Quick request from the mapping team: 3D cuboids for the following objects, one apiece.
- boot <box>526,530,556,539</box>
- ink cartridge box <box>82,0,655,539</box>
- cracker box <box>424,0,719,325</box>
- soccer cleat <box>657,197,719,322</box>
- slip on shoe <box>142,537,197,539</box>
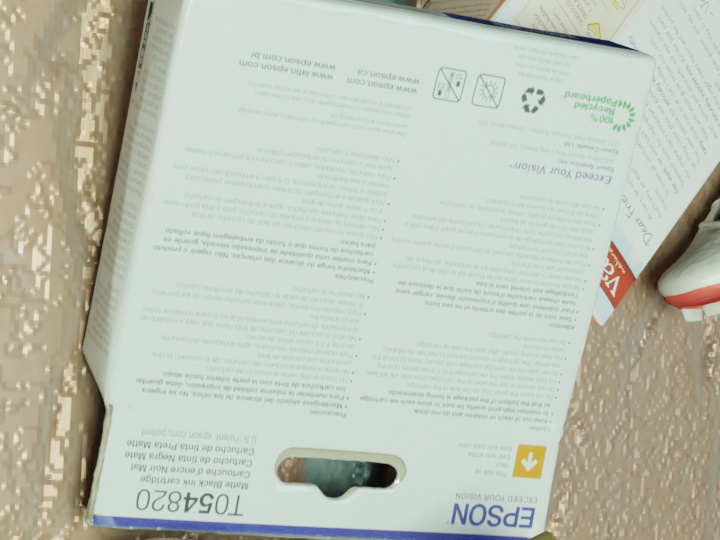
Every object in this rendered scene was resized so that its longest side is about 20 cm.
[{"bbox_3d":[0.002,0.195,0.742,0.199,0.066,0.176,-24,119,-4],"label":"boot"},{"bbox_3d":[0.000,0.000,0.751,0.198,0.041,0.202,7,102,-27],"label":"ink cartridge box"},{"bbox_3d":[0.103,-0.094,0.860,0.200,0.057,0.134,-51,121,-27],"label":"cracker box"},{"bbox_3d":[0.199,-0.036,0.945,0.199,0.068,0.086,-24,99,-41],"label":"soccer cleat"},{"bbox_3d":[-0.016,0.133,0.773,0.199,0.076,0.061,22,40,-31],"label":"slip on shoe"}]
